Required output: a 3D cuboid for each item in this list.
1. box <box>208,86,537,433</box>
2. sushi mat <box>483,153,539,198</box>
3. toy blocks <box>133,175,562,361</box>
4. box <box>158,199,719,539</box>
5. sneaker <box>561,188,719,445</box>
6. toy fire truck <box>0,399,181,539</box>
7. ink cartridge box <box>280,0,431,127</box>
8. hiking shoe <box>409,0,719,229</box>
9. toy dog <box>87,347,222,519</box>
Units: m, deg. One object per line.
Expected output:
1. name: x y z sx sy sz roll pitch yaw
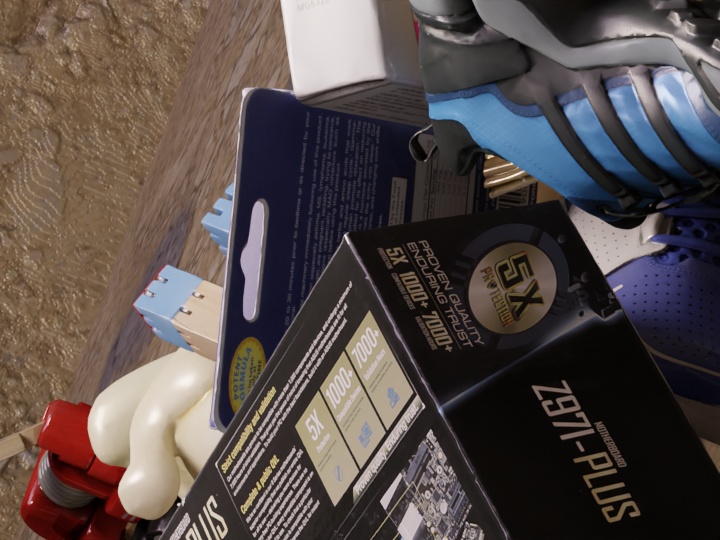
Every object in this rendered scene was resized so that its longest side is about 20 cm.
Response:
1. box: 0.000 0.000 1.062 0.200 0.032 0.121 6 -91 -58
2. sushi mat: 0.124 -0.090 0.965 0.200 0.012 0.096 -19 47 36
3. toy blocks: -0.008 -0.011 1.294 0.137 0.100 0.200 22 66 42
4. box: 0.026 0.105 0.922 0.164 0.086 0.200 61 142 27
5. sneaker: 0.115 -0.038 0.997 0.199 0.080 0.115 -82 15 -60
6. toy fire truck: -0.193 0.138 1.897 0.176 0.200 0.129 134 156 -64
7. ink cartridge box: 0.035 -0.138 1.077 0.044 0.200 0.174 -14 79 32
8. hiking shoe: 0.105 -0.052 0.917 0.074 0.200 0.087 -34 -47 -41
9. toy dog: -0.024 0.079 1.408 0.194 0.140 0.200 -32 2 -12
